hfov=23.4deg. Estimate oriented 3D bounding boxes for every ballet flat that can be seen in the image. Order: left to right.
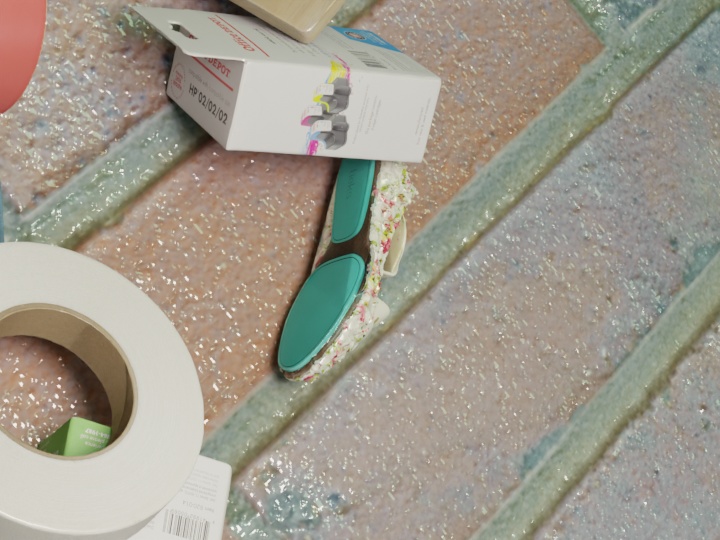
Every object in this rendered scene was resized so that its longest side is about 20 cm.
[{"bbox_3d":[0.000,0.000,1.255,0.064,0.076,0.200,37,60,-35],"label":"ballet flat"}]

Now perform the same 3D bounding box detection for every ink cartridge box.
[{"bbox_3d":[-0.157,0.207,1.082,0.117,0.067,0.200,21,60,-24],"label":"ink cartridge box"},{"bbox_3d":[-0.059,-0.132,1.229,0.200,0.115,0.068,2,113,-30],"label":"ink cartridge box"}]

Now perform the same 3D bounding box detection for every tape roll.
[{"bbox_3d":[-0.191,0.074,1.054,0.202,0.037,0.203,19,50,-24],"label":"tape roll"}]

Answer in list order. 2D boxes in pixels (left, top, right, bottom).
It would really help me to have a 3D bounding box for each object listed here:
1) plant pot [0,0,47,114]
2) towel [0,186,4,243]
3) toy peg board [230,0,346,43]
[{"bbox_3d":[-0.304,-0.166,1.065,0.177,0.200,0.201,-1,74,-43],"label":"plant pot"},{"bbox_3d":[-0.304,-0.013,1.048,0.200,0.147,0.022,-21,40,-35],"label":"towel"},{"bbox_3d":[-0.062,-0.300,1.225,0.199,0.098,0.200,32,73,17],"label":"toy peg board"}]
